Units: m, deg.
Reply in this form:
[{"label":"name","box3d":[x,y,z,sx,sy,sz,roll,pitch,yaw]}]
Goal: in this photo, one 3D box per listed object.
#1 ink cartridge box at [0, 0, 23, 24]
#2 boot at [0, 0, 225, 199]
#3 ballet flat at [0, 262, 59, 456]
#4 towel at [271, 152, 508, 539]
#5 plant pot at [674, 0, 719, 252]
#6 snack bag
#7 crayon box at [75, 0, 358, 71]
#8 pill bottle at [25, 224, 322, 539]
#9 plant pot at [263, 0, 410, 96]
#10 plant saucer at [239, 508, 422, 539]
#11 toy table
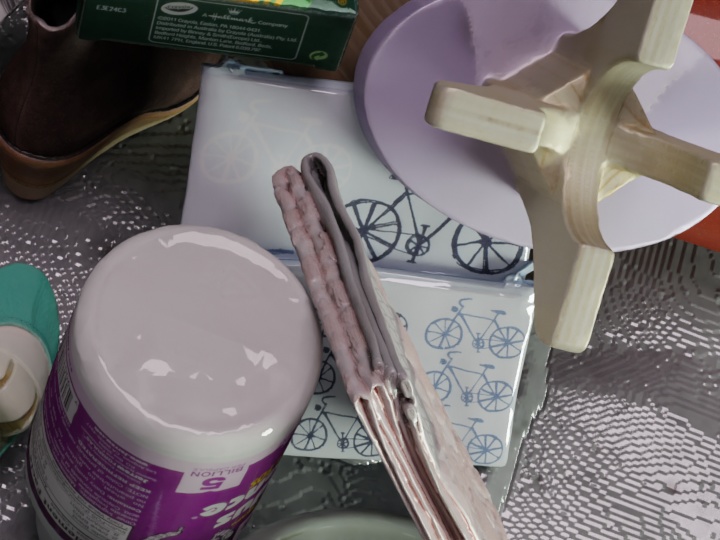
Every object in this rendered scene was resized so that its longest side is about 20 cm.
[{"label":"ink cartridge box","box3d":[-0.243,-0.143,1.320,0.200,0.145,0.085,-53,129,-45]},{"label":"boot","box3d":[-0.110,-0.135,1.366,0.072,0.167,0.200,34,57,7]},{"label":"ballet flat","box3d":[-0.189,0.077,1.269,0.200,0.070,0.067,-53,122,-28]},{"label":"towel","box3d":[0.023,0.066,1.225,0.032,0.191,0.200,-25,34,3]},{"label":"plant pot","box3d":[0.190,-0.096,1.431,0.195,0.201,0.201,13,58,0]},{"label":"snack bag","box3d":[0.000,0.000,1.328,0.188,0.201,0.021,6,19,-14]},{"label":"crayon box","box3d":[-0.064,-0.198,1.283,0.125,0.052,0.201,6,61,-10]},{"label":"pill bottle","box3d":[-0.091,0.074,1.232,0.112,0.200,0.113,7,59,-13]},{"label":"plant pot","box3d":[-0.007,-0.152,1.383,0.093,0.201,0.201,-33,70,10]},{"label":"plant saucer","box3d":[0.000,0.211,1.270,0.199,0.050,0.201,8,60,-13]},{"label":"toy table","box3d":[0.106,-0.064,1.263,0.199,0.117,0.185,2,104,-17]}]
